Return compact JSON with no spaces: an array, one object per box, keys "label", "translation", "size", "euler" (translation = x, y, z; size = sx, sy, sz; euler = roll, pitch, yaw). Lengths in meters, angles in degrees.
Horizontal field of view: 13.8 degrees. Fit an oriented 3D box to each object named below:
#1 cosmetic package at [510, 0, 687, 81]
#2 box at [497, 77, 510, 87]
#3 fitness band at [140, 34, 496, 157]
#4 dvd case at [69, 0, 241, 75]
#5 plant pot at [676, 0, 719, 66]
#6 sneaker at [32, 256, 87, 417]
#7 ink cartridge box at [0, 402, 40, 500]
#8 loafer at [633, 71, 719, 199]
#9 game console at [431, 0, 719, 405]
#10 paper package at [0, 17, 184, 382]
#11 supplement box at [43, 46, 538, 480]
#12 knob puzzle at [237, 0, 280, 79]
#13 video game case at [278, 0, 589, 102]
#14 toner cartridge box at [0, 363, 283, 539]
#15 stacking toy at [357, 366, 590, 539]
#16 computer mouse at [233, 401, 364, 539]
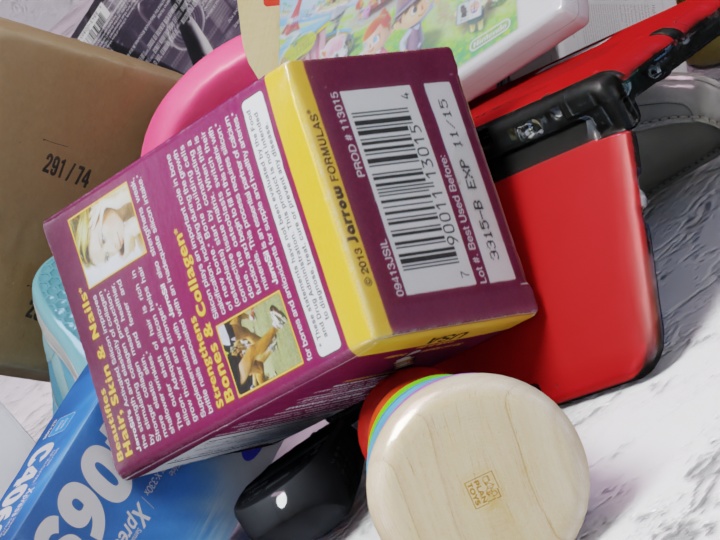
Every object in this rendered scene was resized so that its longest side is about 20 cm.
[{"label":"cosmetic package","translation":[0.112,-0.170,1.529],"size":[0.083,0.200,0.051],"euler":[-2,-11,-29]},{"label":"box","translation":[0.043,-0.190,1.709],"size":[0.200,0.105,0.184],"euler":[31,44,34]},{"label":"fitness band","translation":[-0.023,-0.079,1.571],"size":[0.200,0.037,0.144],"euler":[-20,47,17]},{"label":"dvd case","translation":[-0.083,-0.108,1.686],"size":[0.016,0.200,0.149],"euler":[1,-47,-50]},{"label":"plant pot","translation":[0.214,-0.227,1.591],"size":[0.200,0.142,0.200],"euler":[-36,14,10]},{"label":"sneaker","translation":[-0.110,0.092,1.554],"size":[0.080,0.131,0.200],"euler":[-15,45,-12]},{"label":"ink cartridge box","translation":[-0.219,0.146,1.473],"size":[0.147,0.146,0.200],"euler":[-41,12,-14]},{"label":"loafer","translation":[0.103,-0.039,1.447],"size":[0.200,0.070,0.070],"euler":[-25,49,41]},{"label":"game console","translation":[0.089,-0.022,1.349],"size":[0.172,0.119,0.200],"euler":[-36,9,-40]},{"label":"paper package","translation":[-0.194,-0.039,1.628],"size":[0.103,0.200,0.191],"euler":[17,93,38]},{"label":"supplement box","translation":[-0.035,-0.001,1.326],"size":[0.103,0.131,0.200],"euler":[-9,-13,-42]},{"label":"knob puzzle","translation":[0.004,-0.165,1.552],"size":[0.220,0.030,0.220],"euler":[-24,56,42]},{"label":"video game case","translation":[0.031,-0.150,1.456],"size":[0.200,0.022,0.182],"euler":[-32,45,38]},{"label":"toner cartridge box","translation":[-0.101,0.094,1.399],"size":[0.043,0.095,0.200],"euler":[-26,26,43]},{"label":"stacking toy","translation":[0.036,0.077,1.214],"size":[0.085,0.085,0.200],"euler":[-39,6,-3]},{"label":"computer mouse","translation":[-0.014,0.087,1.401],"size":[0.059,0.034,0.200],"euler":[-34,7,20]}]
